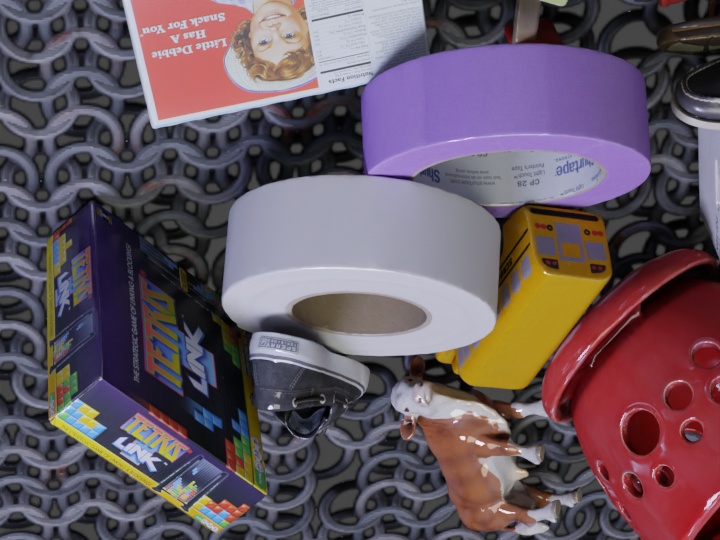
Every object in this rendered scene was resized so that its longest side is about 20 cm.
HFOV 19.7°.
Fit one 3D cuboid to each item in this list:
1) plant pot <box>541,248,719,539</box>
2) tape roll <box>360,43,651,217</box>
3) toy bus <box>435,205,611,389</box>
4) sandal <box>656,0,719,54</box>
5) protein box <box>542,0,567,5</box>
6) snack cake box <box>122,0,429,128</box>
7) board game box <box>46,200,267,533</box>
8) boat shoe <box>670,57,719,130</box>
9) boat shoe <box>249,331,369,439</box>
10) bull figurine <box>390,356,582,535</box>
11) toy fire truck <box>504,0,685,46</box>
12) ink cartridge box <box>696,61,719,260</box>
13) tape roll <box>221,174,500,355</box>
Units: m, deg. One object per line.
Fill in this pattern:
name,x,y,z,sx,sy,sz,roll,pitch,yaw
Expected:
plant pot,0.250,0.097,1.574,0.200,0.183,0.201,-38,161,-16
tape roll,0.100,-0.093,1.439,0.198,0.066,0.200,-3,166,-1
toy bus,0.118,0.026,1.561,0.065,0.079,0.200,5,146,-19
sandal,0.295,-0.198,1.469,0.199,0.082,0.055,-21,87,-10
protein box,0.068,-0.305,1.300,0.197,0.135,0.201,12,123,-19
snack cake box,-0.058,-0.179,1.411,0.199,0.067,0.116,-12,130,-3
board game box,-0.148,0.067,1.492,0.057,0.201,0.165,-37,126,20
boat shoe,0.312,-0.156,1.462,0.199,0.073,0.063,-16,134,-6
boat shoe,-0.040,0.093,1.556,0.069,0.067,0.200,7,171,11
bull figurine,0.101,0.144,1.675,0.121,0.065,0.201,5,142,27
toy fire truck,0.162,-0.223,1.435,0.140,0.049,0.201,-14,128,0
ink cartridge box,0.355,-0.094,1.548,0.198,0.083,0.148,-11,127,-4
tape roll,0.000,0.000,1.491,0.201,0.071,0.203,3,162,1
